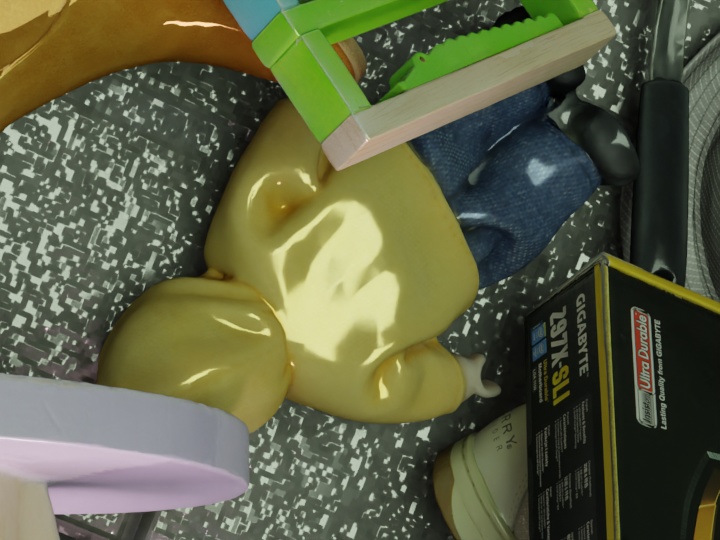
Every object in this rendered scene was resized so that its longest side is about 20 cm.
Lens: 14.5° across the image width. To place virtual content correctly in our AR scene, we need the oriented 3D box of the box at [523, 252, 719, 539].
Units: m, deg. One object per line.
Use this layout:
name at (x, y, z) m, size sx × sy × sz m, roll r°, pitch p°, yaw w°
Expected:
box at (0.129, 0.112, 0.902) m, size 0.159 × 0.049 × 0.201 m, roll 24°, pitch 49°, yaw -28°

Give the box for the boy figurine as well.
boy figurine at (0.000, 0.000, 0.935) m, size 0.200 × 0.064 × 0.125 m, roll -38°, pitch 104°, yaw -14°

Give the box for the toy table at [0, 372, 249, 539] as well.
toy table at (-0.131, 0.098, 0.839) m, size 0.198 × 0.184 × 0.118 m, roll 3°, pitch 75°, yaw -8°

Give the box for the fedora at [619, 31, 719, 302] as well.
fedora at (0.200, -0.022, 0.993) m, size 0.199 × 0.090 × 0.178 m, roll -24°, pitch 100°, yaw -18°

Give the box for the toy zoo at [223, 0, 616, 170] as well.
toy zoo at (-0.017, -0.135, 0.891) m, size 0.131 × 0.020 × 0.201 m, roll -24°, pitch 77°, yaw -45°

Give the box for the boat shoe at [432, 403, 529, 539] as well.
boat shoe at (0.108, 0.126, 0.959) m, size 0.066 × 0.074 × 0.200 m, roll -37°, pitch 101°, yaw 18°

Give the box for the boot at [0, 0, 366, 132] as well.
boot at (-0.113, -0.062, 0.880) m, size 0.200 × 0.071 × 0.145 m, roll 30°, pitch 74°, yaw -5°

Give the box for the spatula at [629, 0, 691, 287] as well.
spatula at (0.109, -0.081, 0.979) m, size 0.056 × 0.021 × 0.202 m, roll 7°, pitch 83°, yaw -14°
